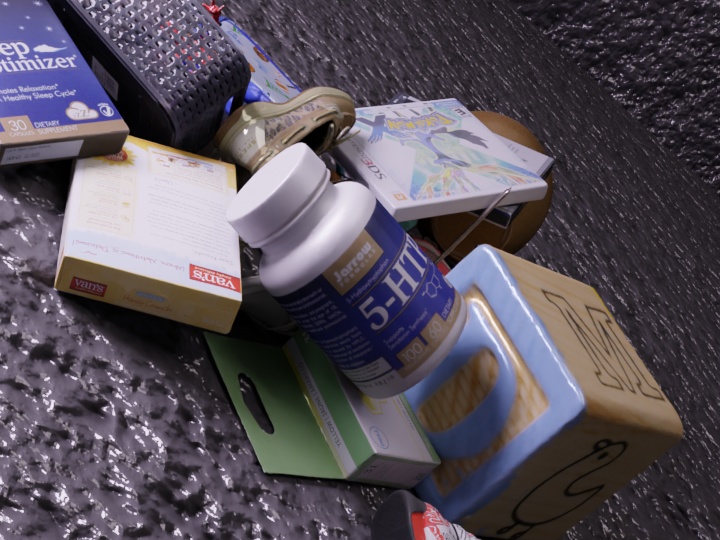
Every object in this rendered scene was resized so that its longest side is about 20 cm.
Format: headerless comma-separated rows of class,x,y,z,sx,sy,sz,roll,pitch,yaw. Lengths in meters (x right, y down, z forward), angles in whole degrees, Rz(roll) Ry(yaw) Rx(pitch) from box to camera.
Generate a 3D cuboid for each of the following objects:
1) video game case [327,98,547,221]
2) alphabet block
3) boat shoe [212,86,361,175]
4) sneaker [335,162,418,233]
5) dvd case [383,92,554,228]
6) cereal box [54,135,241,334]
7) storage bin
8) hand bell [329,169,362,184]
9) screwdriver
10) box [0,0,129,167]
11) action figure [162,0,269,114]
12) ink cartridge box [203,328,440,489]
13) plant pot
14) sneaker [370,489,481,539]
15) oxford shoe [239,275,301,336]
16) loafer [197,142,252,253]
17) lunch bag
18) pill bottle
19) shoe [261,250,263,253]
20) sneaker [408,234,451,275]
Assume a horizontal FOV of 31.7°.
video game case,0.068,-0.120,1.325,0.198,0.022,0.183,-10,42,-32
alphabet block,0.150,0.122,1.199,0.199,0.195,0.198,17,38,-48
boat shoe,-0.061,-0.126,1.214,0.063,0.074,0.199,47,35,14
sneaker,0.037,-0.098,1.418,0.090,0.079,0.200,-12,26,-14
dvd case,0.098,-0.124,1.383,0.198,0.025,0.150,26,36,14
cereal box,-0.171,-0.039,1.040,0.142,0.040,0.201,16,33,-17
storage bin,-0.203,-0.204,1.157,0.200,0.094,0.135,49,-22,5
hand bell,-0.030,-0.076,1.382,0.104,0.104,0.200,38,11,-19
screwdriver,0.089,-0.015,1.305,0.029,0.200,0.028,34,25,-33
box,-0.292,-0.172,1.059,0.120,0.033,0.201,-13,57,-41
action figure,-0.128,-0.192,1.279,0.200,0.065,0.099,43,-19,1
ink cartridge box,-0.030,0.110,1.086,0.199,0.048,0.146,21,34,-52
plant pot,0.135,-0.079,1.493,0.186,0.186,0.200,44,17,-5
sneaker,0.069,0.263,0.975,0.107,0.067,0.202,34,22,-22
oxford shoe,-0.059,0.033,1.146,0.199,0.074,0.059,8,79,-55
loafer,-0.129,-0.082,1.200,0.075,0.070,0.201,34,25,-28
lunch bag,-0.121,-0.198,1.411,0.200,0.075,0.160,47,20,-2
pill bottle,-0.014,-0.002,1.052,0.200,0.119,0.120,47,21,-19
shoe,0.000,0.000,1.259,0.200,0.091,0.072,40,28,-14
sneaker,0.085,0.031,1.392,0.199,0.074,0.087,30,29,-36
